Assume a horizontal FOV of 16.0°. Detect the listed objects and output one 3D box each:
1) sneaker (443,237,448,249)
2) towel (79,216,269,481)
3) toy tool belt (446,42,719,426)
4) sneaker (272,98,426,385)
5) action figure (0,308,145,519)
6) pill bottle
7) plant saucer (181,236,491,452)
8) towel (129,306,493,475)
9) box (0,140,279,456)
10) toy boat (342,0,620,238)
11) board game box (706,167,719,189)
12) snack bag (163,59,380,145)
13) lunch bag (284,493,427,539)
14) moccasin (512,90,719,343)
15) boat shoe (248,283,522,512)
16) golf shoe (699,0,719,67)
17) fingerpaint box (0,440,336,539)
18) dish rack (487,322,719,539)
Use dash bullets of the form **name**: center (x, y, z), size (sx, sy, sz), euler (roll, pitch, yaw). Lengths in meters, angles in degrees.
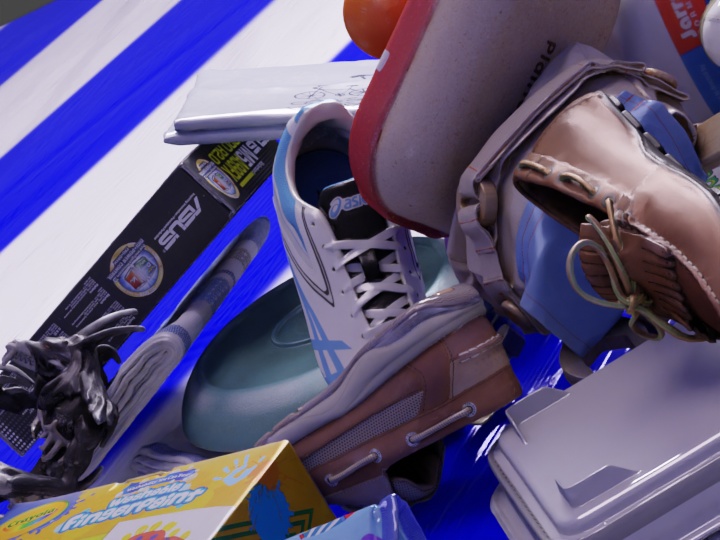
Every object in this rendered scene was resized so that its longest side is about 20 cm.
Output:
- **sneaker**: center (0.084, -0.051, 1.459), size (0.088, 0.081, 0.200), euler (4, 27, 25)
- **towel**: center (-0.122, 0.051, 1.517), size (0.147, 0.024, 0.200), euler (-50, 4, 26)
- **toy tool belt**: center (0.107, -0.008, 1.250), size (0.123, 0.125, 0.201), euler (22, 78, 50)
- **sneaker**: center (0.000, 0.000, 1.342), size (0.071, 0.201, 0.073), euler (-17, -28, -8)
- **action figure**: center (-0.194, 0.100, 1.381), size (0.201, 0.102, 0.119), euler (-62, 25, 7)
- **pill bottle**: center (0.199, -0.143, 1.378), size (0.199, 0.113, 0.112), euler (-27, 17, 15)
- **plant saucer**: center (-0.017, 0.034, 1.441), size (0.199, 0.028, 0.200), euler (-24, 19, 9)
- **towel**: center (-0.027, 0.064, 1.451), size (0.200, 0.024, 0.147), euler (-38, 19, -22)
- **box**: center (-0.134, 0.004, 1.516), size (0.200, 0.044, 0.160), euler (-48, 3, 17)
- **toy boat**: center (0.045, -0.124, 1.327), size (0.130, 0.130, 0.201), euler (27, 94, 36)
- **board game box**: center (0.226, -0.060, 1.351), size (0.126, 0.035, 0.200), euler (-30, 17, 5)
- **snack bag**: center (-0.015, -0.107, 1.527), size (0.187, 0.022, 0.200), euler (-4, 14, 4)
- **lunch bag**: center (-0.035, 0.206, 0.997), size (0.150, 0.094, 0.201), euler (-23, 31, 21)
- **moccasin**: center (0.126, -0.010, 1.126), size (0.078, 0.074, 0.202), euler (-39, 42, -1)
- **boat shoe**: center (0.004, 0.087, 1.242), size (0.076, 0.072, 0.200), euler (-28, -13, -49)
- **golf shoe**: center (0.269, -0.119, 1.271), size (0.198, 0.073, 0.092), euler (0, 19, 4)
- **fingerpaint box**: center (-0.126, 0.173, 1.225), size (0.199, 0.074, 0.167), euler (-16, 23, 38)
- **dish rack**: center (0.147, 0.060, 1.139), size (0.199, 0.044, 0.172), euler (-30, 16, -1)
